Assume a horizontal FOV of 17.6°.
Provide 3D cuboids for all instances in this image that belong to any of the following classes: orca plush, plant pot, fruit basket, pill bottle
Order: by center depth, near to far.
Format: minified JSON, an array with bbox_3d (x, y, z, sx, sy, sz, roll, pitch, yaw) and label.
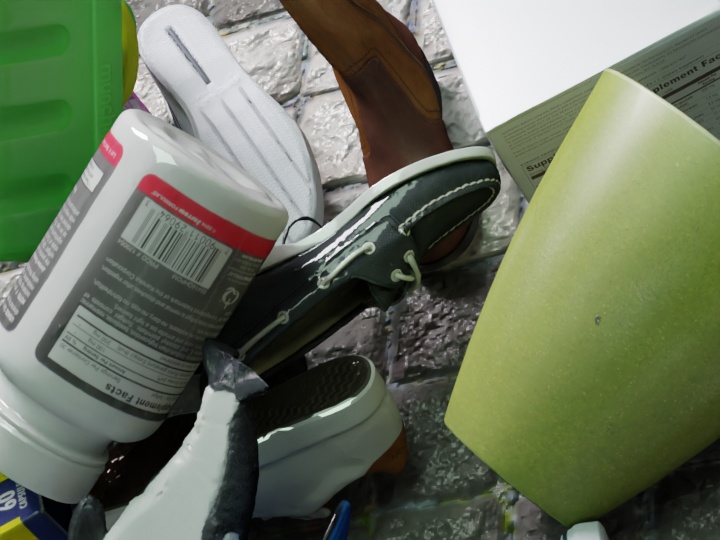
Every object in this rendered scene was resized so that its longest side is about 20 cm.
[{"bbox_3d":[0.141,0.031,1.225,0.200,0.187,0.187,-52,46,3],"label":"plant pot"},{"bbox_3d":[-0.096,0.135,1.255,0.104,0.071,0.202,14,95,23],"label":"orca plush"},{"bbox_3d":[-0.134,0.023,1.271,0.111,0.110,0.201,40,100,44],"label":"pill bottle"},{"bbox_3d":[-0.183,-0.117,1.380,0.155,0.216,0.216,20,67,39],"label":"fruit basket"}]

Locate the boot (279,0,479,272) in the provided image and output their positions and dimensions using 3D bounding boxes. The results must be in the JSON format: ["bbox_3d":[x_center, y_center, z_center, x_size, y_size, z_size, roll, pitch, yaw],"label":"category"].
[{"bbox_3d":[0.003,-0.119,1.390,0.068,0.200,0.189,-16,49,18],"label":"boot"}]

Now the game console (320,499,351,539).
[{"bbox_3d":[-0.088,0.218,1.239,0.170,0.119,0.201,8,60,35],"label":"game console"}]

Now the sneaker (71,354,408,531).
[{"bbox_3d":[-0.066,0.122,1.320,0.199,0.085,0.073,-20,34,16],"label":"sneaker"}]

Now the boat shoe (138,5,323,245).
[{"bbox_3d":[-0.076,-0.084,1.495,0.072,0.071,0.201,-29,63,0],"label":"boat shoe"}]

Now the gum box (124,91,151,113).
[{"bbox_3d":[-0.160,-0.051,1.495,0.066,0.114,0.201,-29,46,7],"label":"gum box"}]

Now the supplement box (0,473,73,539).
[{"bbox_3d":[-0.252,0.175,1.376,0.199,0.110,0.109,-29,45,8],"label":"supplement box"}]

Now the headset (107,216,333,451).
[{"bbox_3d":[-0.069,0.053,1.407,0.200,0.094,0.124,-51,50,8],"label":"headset"}]

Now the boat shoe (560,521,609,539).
[{"bbox_3d":[0.106,0.218,1.153,0.070,0.072,0.201,-14,52,15],"label":"boat shoe"}]

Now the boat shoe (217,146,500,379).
[{"bbox_3d":[0.000,0.000,1.327,0.199,0.076,0.061,-31,65,4],"label":"boat shoe"}]

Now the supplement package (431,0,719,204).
[{"bbox_3d":[0.136,-0.149,1.399,0.155,0.111,0.201,-27,46,10],"label":"supplement package"}]
